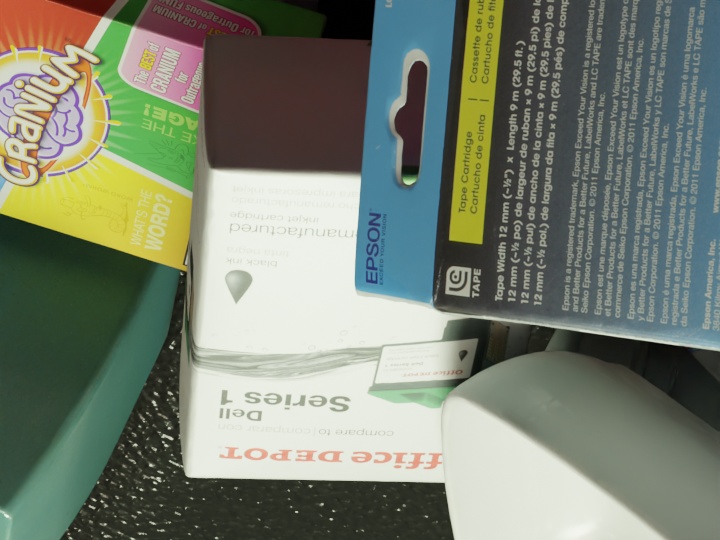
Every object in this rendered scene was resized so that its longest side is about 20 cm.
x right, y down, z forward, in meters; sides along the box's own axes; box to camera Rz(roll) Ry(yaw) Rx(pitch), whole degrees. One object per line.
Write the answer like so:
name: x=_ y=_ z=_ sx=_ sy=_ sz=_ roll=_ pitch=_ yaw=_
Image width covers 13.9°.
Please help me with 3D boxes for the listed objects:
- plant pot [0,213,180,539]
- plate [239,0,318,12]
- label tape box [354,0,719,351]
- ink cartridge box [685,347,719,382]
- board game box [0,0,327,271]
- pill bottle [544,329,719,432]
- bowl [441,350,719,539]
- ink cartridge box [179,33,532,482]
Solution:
plant pot: x=-0.177 y=0.048 z=1.384 sx=0.141 sy=0.200 sz=0.141 roll=17 pitch=142 yaw=0
plate: x=-0.117 y=-0.121 z=1.293 sx=0.199 sy=0.032 sz=0.200 roll=15 pitch=141 yaw=5
label tape box: x=0.098 y=-0.049 z=1.097 sx=0.200 sy=0.143 sz=0.066 roll=7 pitch=-175 yaw=37
ink cartridge box: x=0.184 y=-0.012 z=1.253 sx=0.116 sy=0.068 sz=0.200 roll=-33 pitch=120 yaw=23
board game box: x=-0.126 y=-0.079 z=1.289 sx=0.200 sy=0.040 sz=0.153 roll=17 pitch=141 yaw=0
pill bottle: x=0.177 y=0.090 z=1.362 sx=0.200 sy=0.120 sz=0.120 roll=23 pitch=141 yaw=-5
bowl: x=0.128 y=0.127 z=1.229 sx=0.200 sy=0.075 sz=0.200 roll=37 pitch=156 yaw=30
ink cartridge box: x=0.000 y=0.000 z=1.245 sx=0.146 sy=0.084 sz=0.200 roll=1 pitch=137 yaw=-5
